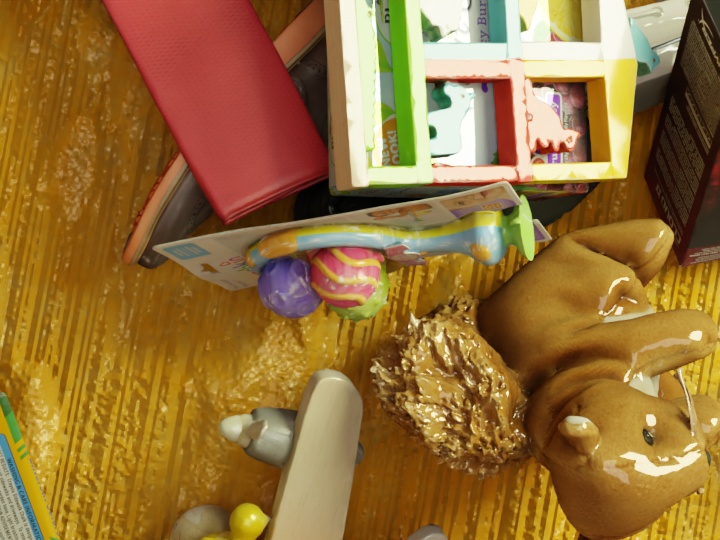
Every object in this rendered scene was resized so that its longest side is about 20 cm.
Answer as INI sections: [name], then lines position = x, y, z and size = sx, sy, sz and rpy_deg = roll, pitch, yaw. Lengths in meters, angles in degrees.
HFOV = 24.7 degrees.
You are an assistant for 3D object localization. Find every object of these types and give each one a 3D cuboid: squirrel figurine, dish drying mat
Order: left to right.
[dish drying mat]
position = -0.091, -0.126, 0.926
size = 0.076, 0.018, 0.201
rpy_deg = -26, 78, -13
[squirrel figurine]
position = 0.105, 0.079, 0.914
size = 0.199, 0.187, 0.142
rpy_deg = -2, 122, 4

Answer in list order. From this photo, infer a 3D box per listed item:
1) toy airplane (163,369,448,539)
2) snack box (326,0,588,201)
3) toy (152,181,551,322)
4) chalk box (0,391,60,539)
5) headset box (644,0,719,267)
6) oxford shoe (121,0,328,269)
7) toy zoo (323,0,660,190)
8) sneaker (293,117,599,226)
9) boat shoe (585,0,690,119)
[toy airplane]
position = -0.051, 0.176, 0.939
size = 0.200, 0.141, 0.200
rpy_deg = -43, 133, -15
[snack box]
position = 0.052, -0.142, 0.903
size = 0.141, 0.053, 0.201
rpy_deg = 0, 86, -25
[toy]
position = 0.000, 0.000, 0.908
size = 0.199, 0.115, 0.048
rpy_deg = -13, 73, 16
[chalk box]
position = -0.222, 0.172, 0.869
size = 0.123, 0.200, 0.125
rpy_deg = -20, 71, -17
[headset box]
position = 0.256, -0.087, 0.957
size = 0.148, 0.200, 0.078
rpy_deg = -10, 56, -8
[oxford shoe]
position = -0.060, -0.069, 0.963
size = 0.073, 0.071, 0.200
rpy_deg = 41, 83, -7
[toy zoo]
position = 0.076, -0.111, 0.871
size = 0.199, 0.020, 0.132
rpy_deg = -3, 88, -26
[sneaker]
position = 0.062, -0.048, 0.970
size = 0.199, 0.091, 0.076
rpy_deg = -18, 89, -9
[boat shoe]
position = 0.206, -0.160, 1.004
size = 0.201, 0.075, 0.086
rpy_deg = -21, 76, -16
